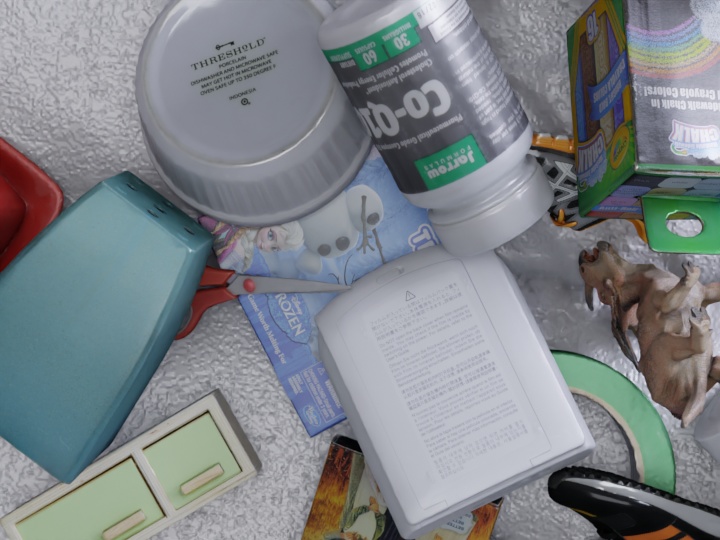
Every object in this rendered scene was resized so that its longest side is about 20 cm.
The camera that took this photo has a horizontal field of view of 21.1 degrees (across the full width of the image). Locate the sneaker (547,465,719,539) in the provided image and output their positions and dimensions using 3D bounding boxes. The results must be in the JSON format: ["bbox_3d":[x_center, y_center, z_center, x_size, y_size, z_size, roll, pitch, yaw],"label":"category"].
[{"bbox_3d":[0.230,0.217,1.498,0.199,0.070,0.091,19,88,-13],"label":"sneaker"}]

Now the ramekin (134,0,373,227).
[{"bbox_3d":[-0.085,-0.142,1.512,0.200,0.094,0.204,-2,77,8],"label":"ramekin"}]

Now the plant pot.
[{"bbox_3d":[-0.210,0.032,1.500,0.141,0.141,0.201,37,101,0],"label":"plant pot"}]

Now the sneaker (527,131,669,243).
[{"bbox_3d":[0.162,-0.070,1.543,0.198,0.078,0.078,8,96,0],"label":"sneaker"}]

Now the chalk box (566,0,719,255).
[{"bbox_3d":[0.237,-0.107,1.459,0.123,0.124,0.202,2,76,-14],"label":"chalk box"}]

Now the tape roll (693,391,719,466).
[{"bbox_3d":[0.374,0.110,1.479,0.203,0.203,0.139,-43,91,1],"label":"tape roll"}]

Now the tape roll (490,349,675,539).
[{"bbox_3d":[0.153,0.165,1.559,0.198,0.048,0.202,0,91,2],"label":"tape roll"}]

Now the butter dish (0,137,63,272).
[{"bbox_3d":[-0.369,-0.040,1.515,0.199,0.148,0.200,37,92,0],"label":"butter dish"}]

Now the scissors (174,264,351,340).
[{"bbox_3d":[-0.099,0.005,1.532,0.199,0.014,0.074,-15,94,32],"label":"scissors"}]

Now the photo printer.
[{"bbox_3d":[0.065,0.083,1.487,0.165,0.069,0.201,-25,75,-3],"label":"photo printer"}]

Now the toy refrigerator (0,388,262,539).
[{"bbox_3d":[-0.184,0.179,1.553,0.199,0.070,0.076,-30,90,1],"label":"toy refrigerator"}]

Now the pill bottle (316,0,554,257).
[{"bbox_3d":[0.060,-0.119,1.445,0.113,0.113,0.201,-30,107,1],"label":"pill bottle"}]

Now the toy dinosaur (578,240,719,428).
[{"bbox_3d":[0.240,0.058,1.502,0.085,0.135,0.201,19,49,-28],"label":"toy dinosaur"}]

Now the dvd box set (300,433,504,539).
[{"bbox_3d":[0.016,0.248,1.541,0.145,0.029,0.202,20,104,9],"label":"dvd box set"}]

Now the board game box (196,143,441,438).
[{"bbox_3d":[0.000,0.000,1.561,0.198,0.043,0.201,-28,90,0],"label":"board game box"}]
